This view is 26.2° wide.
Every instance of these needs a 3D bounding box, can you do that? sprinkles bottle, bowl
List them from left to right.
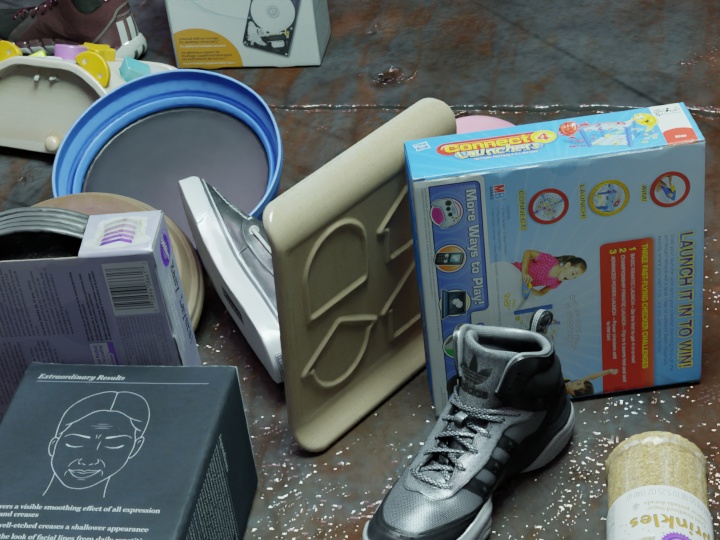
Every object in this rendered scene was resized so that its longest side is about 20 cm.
[{"bbox_3d":[-0.162,-0.083,1.323,0.198,0.040,0.202,-4,57,6],"label":"bowl"},{"bbox_3d":[0.178,0.185,0.914,0.068,0.069,0.201,-1,36,9],"label":"sprinkles bottle"}]

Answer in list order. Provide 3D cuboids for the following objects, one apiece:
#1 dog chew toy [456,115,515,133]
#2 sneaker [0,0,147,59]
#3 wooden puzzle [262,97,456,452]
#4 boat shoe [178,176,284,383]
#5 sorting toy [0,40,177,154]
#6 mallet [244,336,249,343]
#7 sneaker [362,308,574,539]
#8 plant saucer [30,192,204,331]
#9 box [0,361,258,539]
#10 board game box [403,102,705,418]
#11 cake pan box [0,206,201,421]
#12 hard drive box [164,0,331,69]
[{"bbox_3d":[0.121,-0.035,1.191,0.124,0.125,0.200,-28,48,-27],"label":"dog chew toy"},{"bbox_3d":[-0.315,-0.285,1.617,0.198,0.116,0.076,11,39,23],"label":"sneaker"},{"bbox_3d":[0.000,0.000,1.088,0.046,0.201,0.185,23,45,36],"label":"wooden puzzle"},{"bbox_3d":[-0.078,-0.004,1.182,0.067,0.072,0.200,-25,52,-13],"label":"boat shoe"},{"bbox_3d":[-0.255,-0.175,1.494,0.198,0.108,0.180,10,19,22],"label":"sorting toy"},{"bbox_3d":[-0.015,0.000,1.240,0.065,0.041,0.200,16,47,26],"label":"mallet"},{"bbox_3d":[0.067,0.104,1.007,0.075,0.115,0.200,22,45,35],"label":"sneaker"},{"bbox_3d":[-0.221,0.016,1.200,0.198,0.030,0.202,-2,56,3],"label":"plant saucer"},{"bbox_3d":[-0.161,0.161,0.975,0.147,0.108,0.201,0,37,11],"label":"box"},{"bbox_3d":[0.136,-0.004,1.071,0.194,0.202,0.056,-8,33,-1],"label":"board game box"},{"bbox_3d":[-0.207,0.050,1.059,0.182,0.201,0.053,-5,37,7],"label":"cake pan box"},{"bbox_3d":[-0.120,-0.308,1.541,0.154,0.201,0.077,-1,35,10],"label":"hard drive box"}]
